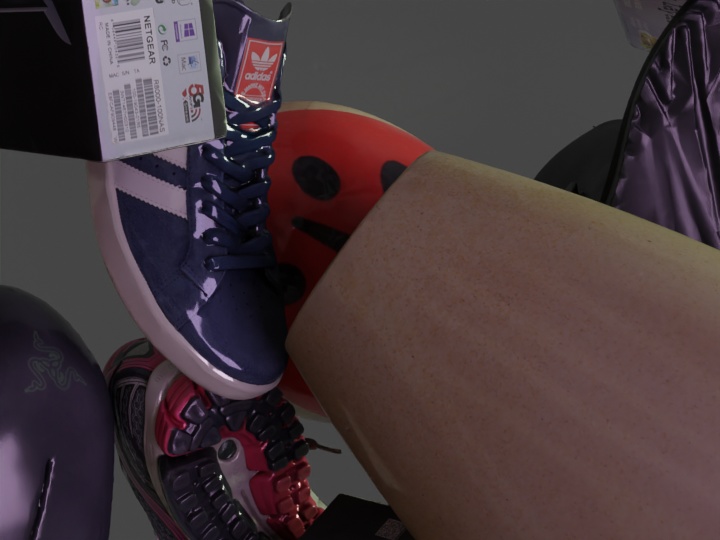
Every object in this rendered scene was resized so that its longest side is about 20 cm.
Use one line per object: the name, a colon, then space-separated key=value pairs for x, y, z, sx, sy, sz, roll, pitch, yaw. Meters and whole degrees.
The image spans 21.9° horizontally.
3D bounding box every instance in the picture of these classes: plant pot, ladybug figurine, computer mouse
plant pot: x=0.078 y=0.052 z=0.683 sx=0.200 sy=0.187 sz=0.188 roll=37 pitch=69 yaw=6
ladybug figurine: x=0.000 y=0.000 z=0.805 sx=0.199 sy=0.072 sz=0.136 roll=21 pitch=84 yaw=-38
computer mouse: x=-0.130 y=0.103 z=0.704 sx=0.138 sy=0.053 sz=0.201 roll=9 pitch=77 yaw=-40

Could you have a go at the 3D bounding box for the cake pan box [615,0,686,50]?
cake pan box: x=0.164 y=-0.210 z=0.846 sx=0.184 sy=0.052 sz=0.201 roll=38 pitch=70 yaw=-76

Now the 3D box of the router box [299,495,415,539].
router box: x=-0.022 y=0.213 z=0.720 sx=0.200 sy=0.052 sz=0.158 roll=-46 pitch=128 yaw=-33

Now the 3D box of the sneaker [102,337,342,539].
sneaker: x=-0.047 y=0.108 z=0.788 sx=0.080 sy=0.075 sz=0.201 roll=-34 pitch=128 yaw=-23

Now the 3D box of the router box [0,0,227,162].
router box: x=-0.119 y=-0.143 z=0.640 sx=0.052 sy=0.157 sz=0.201 roll=-15 pitch=105 yaw=-35

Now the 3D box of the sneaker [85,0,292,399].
sneaker: x=-0.056 y=-0.054 z=0.698 sx=0.075 sy=0.084 sz=0.201 roll=-6 pitch=74 yaw=-57

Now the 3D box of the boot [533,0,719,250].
boot: x=0.129 y=-0.051 z=0.822 sx=0.076 sy=0.168 sz=0.201 roll=22 pitch=102 yaw=-8
